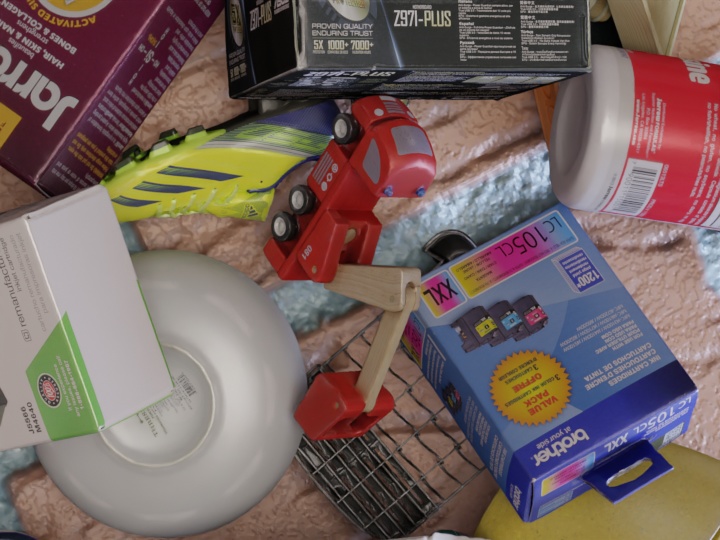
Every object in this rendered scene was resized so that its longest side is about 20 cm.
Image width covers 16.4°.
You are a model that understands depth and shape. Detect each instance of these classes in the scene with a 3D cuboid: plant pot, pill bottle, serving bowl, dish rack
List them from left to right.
[{"bbox_3d":[-0.137,0.088,1.706,0.198,0.066,0.202,0,93,3],"label":"serving bowl"},{"bbox_3d":[0.045,0.088,1.773,0.200,0.055,0.154,-41,99,-4],"label":"dish rack"},{"bbox_3d":[0.164,0.189,1.748,0.142,0.200,0.201,35,87,12],"label":"plant pot"},{"bbox_3d":[0.237,-0.085,1.699,0.198,0.112,0.113,8,92,-12],"label":"pill bottle"}]

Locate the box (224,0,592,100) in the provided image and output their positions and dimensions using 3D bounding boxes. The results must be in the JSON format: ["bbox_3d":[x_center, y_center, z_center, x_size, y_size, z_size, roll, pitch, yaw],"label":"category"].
[{"bbox_3d":[0.027,-0.161,1.617,0.198,0.164,0.087,-1,88,-18],"label":"box"}]

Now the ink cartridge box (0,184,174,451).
[{"bbox_3d":[-0.237,0.041,1.637,0.084,0.199,0.147,-27,100,-51],"label":"ink cartridge box"}]

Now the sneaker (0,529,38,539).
[{"bbox_3d":[-0.178,0.239,1.690,0.199,0.146,0.081,25,89,-11],"label":"sneaker"}]

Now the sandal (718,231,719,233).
[{"bbox_3d":[0.254,-0.046,1.797,0.198,0.076,0.043,14,90,-1],"label":"sandal"}]

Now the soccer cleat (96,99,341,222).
[{"bbox_3d":[-0.100,-0.064,1.728,0.199,0.065,0.084,-23,102,-9],"label":"soccer cleat"}]

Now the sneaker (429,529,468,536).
[{"bbox_3d":[0.014,0.271,1.768,0.079,0.071,0.201,22,91,-16],"label":"sneaker"}]

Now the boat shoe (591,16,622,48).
[{"bbox_3d":[0.158,-0.229,1.767,0.072,0.062,0.202,-16,96,-8],"label":"boat shoe"}]

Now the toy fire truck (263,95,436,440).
[{"bbox_3d":[0.000,0.000,1.667,0.049,0.141,0.201,-1,136,-43],"label":"toy fire truck"}]

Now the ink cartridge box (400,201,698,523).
[{"bbox_3d":[0.133,0.073,1.678,0.136,0.076,0.201,-28,67,-14],"label":"ink cartridge box"}]

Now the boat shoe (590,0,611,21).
[{"bbox_3d":[0.168,-0.268,1.716,0.063,0.073,0.202,29,62,-25],"label":"boat shoe"}]

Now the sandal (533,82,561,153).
[{"bbox_3d":[0.113,-0.148,1.756,0.059,0.079,0.208,-16,98,-12],"label":"sandal"}]

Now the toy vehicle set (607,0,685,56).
[{"bbox_3d":[0.213,-0.252,1.719,0.026,0.124,0.201,10,70,19],"label":"toy vehicle set"}]

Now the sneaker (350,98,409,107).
[{"bbox_3d":[-0.020,-0.185,1.723,0.088,0.077,0.202,-9,88,-27],"label":"sneaker"}]

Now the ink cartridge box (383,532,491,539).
[{"bbox_3d":[-0.021,0.229,1.675,0.198,0.146,0.087,-7,79,21],"label":"ink cartridge box"}]

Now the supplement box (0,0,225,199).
[{"bbox_3d":[-0.194,-0.160,1.663,0.130,0.103,0.201,33,86,14],"label":"supplement box"}]
